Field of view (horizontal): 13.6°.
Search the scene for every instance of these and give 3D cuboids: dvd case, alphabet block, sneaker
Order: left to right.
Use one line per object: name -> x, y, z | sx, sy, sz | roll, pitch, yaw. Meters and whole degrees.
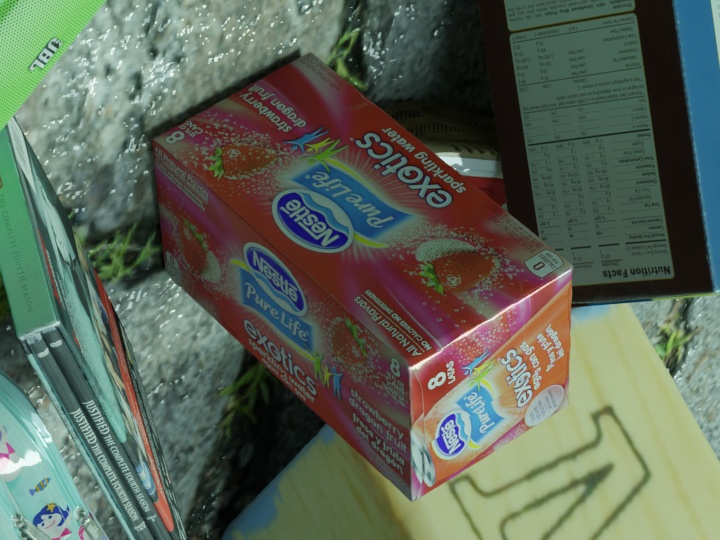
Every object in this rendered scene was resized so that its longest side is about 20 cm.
dvd case -> -0.126, 0.031, 1.344 | 0.022, 0.146, 0.200 | -20, 141, 0
sneaker -> 0.062, -0.024, 1.559 | 0.200, 0.071, 0.113 | 2, 117, -49
alphabet block -> 0.076, 0.159, 1.574 | 0.196, 0.201, 0.195 | -22, 165, -30

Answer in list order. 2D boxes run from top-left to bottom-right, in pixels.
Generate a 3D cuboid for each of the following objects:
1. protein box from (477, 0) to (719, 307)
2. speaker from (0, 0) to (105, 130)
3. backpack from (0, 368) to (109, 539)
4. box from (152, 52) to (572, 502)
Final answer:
protein box -> 0.179, -0.095, 1.492 | 0.198, 0.135, 0.201 | -11, 94, -40
speaker -> -0.157, -0.111, 1.244 | 0.200, 0.088, 0.088 | -51, 144, 2
backpack -> -0.214, 0.106, 1.300 | 0.151, 0.177, 0.200 | -55, 141, -22
box -> 0.000, 0.000, 1.406 | 0.099, 0.200, 0.096 | -30, 141, -24
